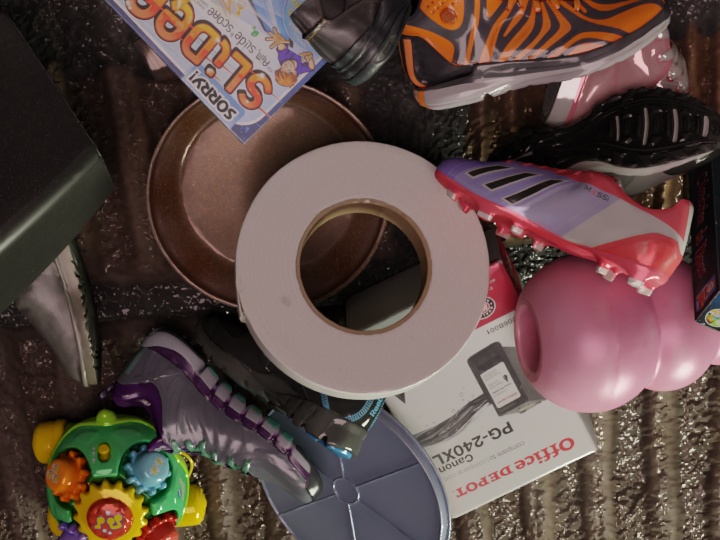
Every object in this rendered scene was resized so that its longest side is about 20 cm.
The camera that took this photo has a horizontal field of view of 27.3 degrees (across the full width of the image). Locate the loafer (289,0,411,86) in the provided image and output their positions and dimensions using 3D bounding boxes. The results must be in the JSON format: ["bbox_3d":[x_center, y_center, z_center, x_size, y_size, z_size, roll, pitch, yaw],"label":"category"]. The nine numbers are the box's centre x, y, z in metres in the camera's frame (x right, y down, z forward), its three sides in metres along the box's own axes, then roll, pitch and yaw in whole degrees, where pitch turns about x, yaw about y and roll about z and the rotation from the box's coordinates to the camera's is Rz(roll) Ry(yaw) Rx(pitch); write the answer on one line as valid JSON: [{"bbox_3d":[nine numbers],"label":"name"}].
[{"bbox_3d":[0.006,-0.228,1.078,0.072,0.201,0.073,34,137,-20],"label":"loafer"}]

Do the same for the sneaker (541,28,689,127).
[{"bbox_3d":[0.219,-0.193,1.157,0.104,0.076,0.201,15,118,-3],"label":"sneaker"}]

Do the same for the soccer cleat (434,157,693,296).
[{"bbox_3d":[0.151,-0.050,1.109,0.199,0.067,0.077,26,87,24],"label":"soccer cleat"}]

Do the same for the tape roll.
[{"bbox_3d":[0.000,0.000,1.157,0.201,0.037,0.205,1,79,-6],"label":"tape roll"}]

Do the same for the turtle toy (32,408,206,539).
[{"bbox_3d":[-0.210,0.214,1.295,0.144,0.101,0.202,-5,112,1],"label":"turtle toy"}]

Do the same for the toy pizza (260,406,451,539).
[{"bbox_3d":[-0.005,0.183,1.285,0.199,0.032,0.202,17,125,27],"label":"toy pizza"}]

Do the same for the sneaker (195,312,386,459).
[{"bbox_3d":[-0.055,0.078,1.226,0.082,0.199,0.073,-55,145,-6],"label":"sneaker"}]

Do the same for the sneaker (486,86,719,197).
[{"bbox_3d":[0.195,-0.083,1.158,0.199,0.074,0.079,-14,142,34],"label":"sneaker"}]

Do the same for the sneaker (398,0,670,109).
[{"bbox_3d":[0.121,-0.195,1.076,0.198,0.078,0.113,-16,112,3],"label":"sneaker"}]

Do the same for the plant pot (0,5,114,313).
[{"bbox_3d":[-0.296,-0.080,1.110,0.177,0.200,0.201,-33,86,-8],"label":"plant pot"}]

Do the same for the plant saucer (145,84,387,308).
[{"bbox_3d":[-0.076,-0.064,1.222,0.199,0.037,0.202,-1,111,-2],"label":"plant saucer"}]

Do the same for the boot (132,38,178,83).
[{"bbox_3d":[-0.137,-0.246,1.137,0.146,0.070,0.201,-33,111,4],"label":"boot"}]

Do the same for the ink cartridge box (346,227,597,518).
[{"bbox_3d":[0.096,0.090,1.263,0.144,0.083,0.201,-26,110,9],"label":"ink cartridge box"}]

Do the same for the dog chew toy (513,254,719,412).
[{"bbox_3d":[0.224,0.042,1.166,0.198,0.125,0.126,-7,113,-13],"label":"dog chew toy"}]

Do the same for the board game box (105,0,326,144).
[{"bbox_3d":[-0.110,-0.213,1.098,0.135,0.034,0.200,-45,104,-1],"label":"board game box"}]

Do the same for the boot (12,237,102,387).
[{"bbox_3d":[-0.326,0.029,1.234,0.198,0.073,0.183,-14,98,-3],"label":"boot"}]

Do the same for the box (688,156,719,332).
[{"bbox_3d":[0.328,-0.018,1.166,0.136,0.201,0.038,21,134,-9],"label":"box"}]

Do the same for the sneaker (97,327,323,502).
[{"bbox_3d":[-0.126,0.143,1.253,0.200,0.074,0.088,41,72,8],"label":"sneaker"}]
